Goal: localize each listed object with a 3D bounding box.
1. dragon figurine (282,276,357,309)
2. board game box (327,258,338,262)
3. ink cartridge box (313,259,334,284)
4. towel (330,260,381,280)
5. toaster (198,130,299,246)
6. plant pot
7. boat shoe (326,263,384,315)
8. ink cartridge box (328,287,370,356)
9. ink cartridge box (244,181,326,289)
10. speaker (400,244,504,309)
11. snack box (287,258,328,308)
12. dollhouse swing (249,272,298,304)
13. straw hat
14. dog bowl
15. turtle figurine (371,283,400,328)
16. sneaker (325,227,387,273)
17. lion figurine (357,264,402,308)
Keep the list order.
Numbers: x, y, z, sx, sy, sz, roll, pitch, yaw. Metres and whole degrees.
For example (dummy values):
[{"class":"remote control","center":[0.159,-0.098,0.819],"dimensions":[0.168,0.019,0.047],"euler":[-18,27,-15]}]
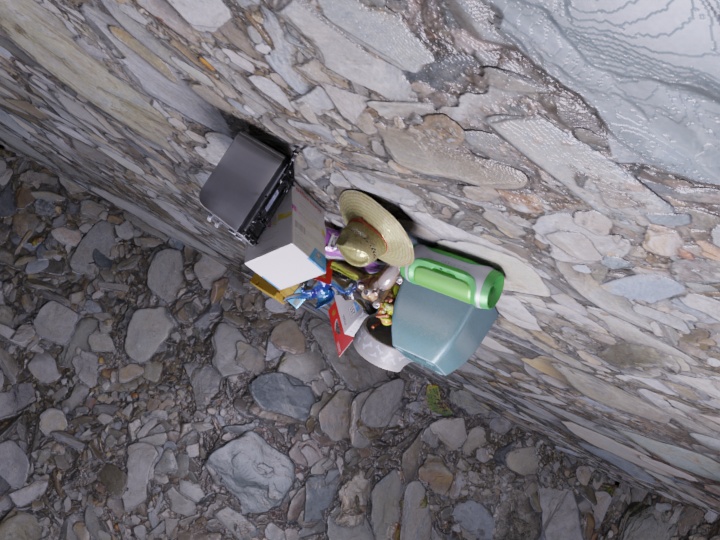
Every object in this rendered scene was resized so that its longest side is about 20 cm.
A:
[{"class":"dragon figurine","center":[-0.100,0.058,1.538],"dimensions":[0.100,0.200,0.059],"euler":[53,-169,-9]},{"class":"board game box","center":[0.018,0.017,1.683],"dimensions":[0.200,0.035,0.126],"euler":[24,-178,20]},{"class":"ink cartridge box","center":[-0.147,-0.070,1.481],"dimensions":[0.199,0.163,0.057],"euler":[17,141,-13]},{"class":"towel","center":[0.000,0.000,1.564],"dimensions":[0.086,0.018,0.200],"euler":[29,-167,19]},{"class":"toaster","center":[-0.211,-0.160,1.196],"dimensions":[0.118,0.200,0.181],"euler":[32,175,-1]},{"class":"plant pot","center":[0.180,0.125,1.437],"dimensions":[0.196,0.200,0.196],"euler":[21,166,28]},{"class":"boat shoe","center":[-0.020,0.052,1.601],"dimensions":[0.200,0.065,0.073],"euler":[36,167,-25]},{"class":"ink cartridge box","center":[-0.046,0.117,1.768],"dimensions":[0.045,0.176,0.200],"euler":[24,-151,-30]},{"class":"ink cartridge box","center":[-0.161,-0.086,1.341],"dimensions":[0.125,0.201,0.129],"euler":[-21,141,23]},{"class":"speaker","center":[0.181,0.010,1.230],"dimensions":[0.200,0.089,0.088],"euler":[21,166,31]},{"class":"snack box","center":[-0.132,0.030,1.669],"dimensions":[0.037,0.116,0.200],"euler":[41,-170,-3]},{"class":"dollhouse swing","center":[-0.164,0.005,1.667],"dimensions":[0.182,0.200,0.176],"euler":[25,166,46]},{"class":"straw hat","center":[0.002,-0.056,1.208],"dimensions":[0.201,0.085,0.201],"euler":[38,156,20]},{"class":"dog bowl","center":[0.083,0.180,1.589],"dimensions":[0.199,0.059,0.200],"euler":[14,-156,-6]},{"class":"turtle figurine","center":[0.081,0.067,1.498],"dimensions":[0.064,0.162,0.200],"euler":[16,171,1]},{"class":"sneaker","center":[-0.022,-0.058,1.461],"dimensions":[0.200,0.073,0.114],"euler":[20,167,-15]},{"class":"lion figurine","center":[0.064,0.008,1.392],"dimensions":[0.072,0.200,0.123],"euler":[45,-152,-4]}]
